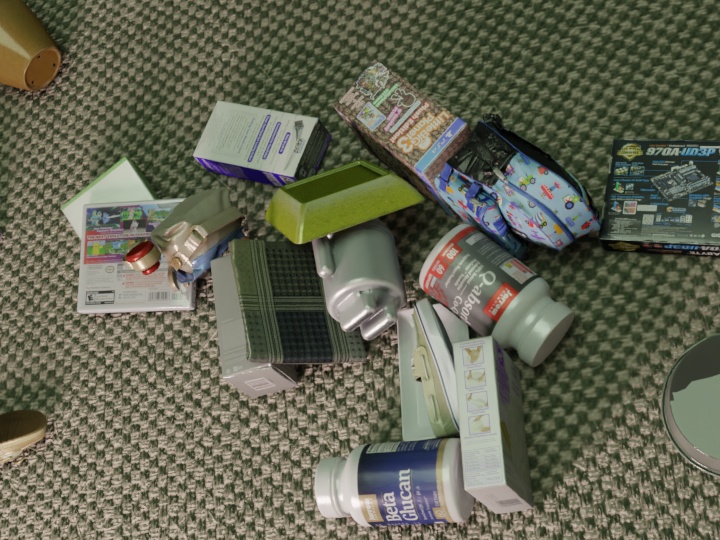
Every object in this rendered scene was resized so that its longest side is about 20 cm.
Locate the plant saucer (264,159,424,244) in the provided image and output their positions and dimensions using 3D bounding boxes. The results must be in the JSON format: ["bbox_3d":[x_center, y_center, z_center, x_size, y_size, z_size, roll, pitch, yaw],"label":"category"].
[{"bbox_3d":[-0.033,-0.111,1.734,0.199,0.048,0.200,-20,18,-13],"label":"plant saucer"}]

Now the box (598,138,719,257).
[{"bbox_3d":[0.440,-0.102,1.636,0.200,0.046,0.159,3,69,24],"label":"box"}]

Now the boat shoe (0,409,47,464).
[{"bbox_3d":[-0.583,0.281,1.889,0.200,0.063,0.073,-18,36,11],"label":"boat shoe"}]

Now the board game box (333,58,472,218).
[{"bbox_3d":[0.082,-0.196,1.760,0.097,0.159,0.200,-48,58,-2],"label":"board game box"}]

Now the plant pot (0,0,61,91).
[{"bbox_3d":[-0.654,-0.419,2.167,0.200,0.186,0.187,36,84,17],"label":"plant pot"}]

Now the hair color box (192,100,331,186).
[{"bbox_3d":[-0.160,-0.203,1.920,0.200,0.065,0.109,14,73,29],"label":"hair color box"}]

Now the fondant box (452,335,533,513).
[{"bbox_3d":[0.175,0.204,1.553,0.058,0.144,0.200,-12,64,18],"label":"fondant box"}]

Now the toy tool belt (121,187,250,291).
[{"bbox_3d":[-0.256,-0.030,1.817,0.125,0.123,0.200,-6,32,49],"label":"toy tool belt"}]

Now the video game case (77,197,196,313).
[{"bbox_3d":[-0.360,-0.024,1.915,0.200,0.023,0.183,-2,78,14],"label":"video game case"}]

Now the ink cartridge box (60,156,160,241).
[{"bbox_3d":[-0.389,-0.069,1.966,0.145,0.048,0.200,-37,74,4],"label":"ink cartridge box"}]

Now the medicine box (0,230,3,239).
[{"bbox_3d":[-0.759,-0.022,2.063,0.182,0.103,0.200,18,75,28],"label":"medicine box"}]

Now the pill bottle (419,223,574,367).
[{"bbox_3d":[0.189,0.035,1.632,0.200,0.116,0.116,38,85,21],"label":"pill bottle"}]

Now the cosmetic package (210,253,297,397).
[{"bbox_3d":[-0.160,0.077,1.771,0.090,0.107,0.200,-15,65,16],"label":"cosmetic package"}]

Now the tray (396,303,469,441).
[{"bbox_3d":[0.108,0.144,1.679,0.107,0.022,0.200,-10,64,17],"label":"tray"}]

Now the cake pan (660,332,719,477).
[{"bbox_3d":[0.483,0.166,1.505,0.200,0.037,0.201,-9,65,19],"label":"cake pan"}]

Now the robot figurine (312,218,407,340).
[{"bbox_3d":[0.000,0.000,1.704,0.113,0.169,0.200,-36,45,30],"label":"robot figurine"}]

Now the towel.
[{"bbox_3d":[-0.094,0.045,1.733,0.192,0.035,0.200,1,63,-26],"label":"towel"}]

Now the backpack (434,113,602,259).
[{"bbox_3d":[0.227,-0.096,1.637,0.135,0.183,0.200,-50,56,-1],"label":"backpack"}]

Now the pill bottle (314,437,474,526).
[{"bbox_3d":[0.045,0.287,1.590,0.200,0.111,0.111,-7,65,20],"label":"pill bottle"}]

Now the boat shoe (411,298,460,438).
[{"bbox_3d":[0.101,0.134,1.632,0.062,0.072,0.200,-22,64,10],"label":"boat shoe"}]
